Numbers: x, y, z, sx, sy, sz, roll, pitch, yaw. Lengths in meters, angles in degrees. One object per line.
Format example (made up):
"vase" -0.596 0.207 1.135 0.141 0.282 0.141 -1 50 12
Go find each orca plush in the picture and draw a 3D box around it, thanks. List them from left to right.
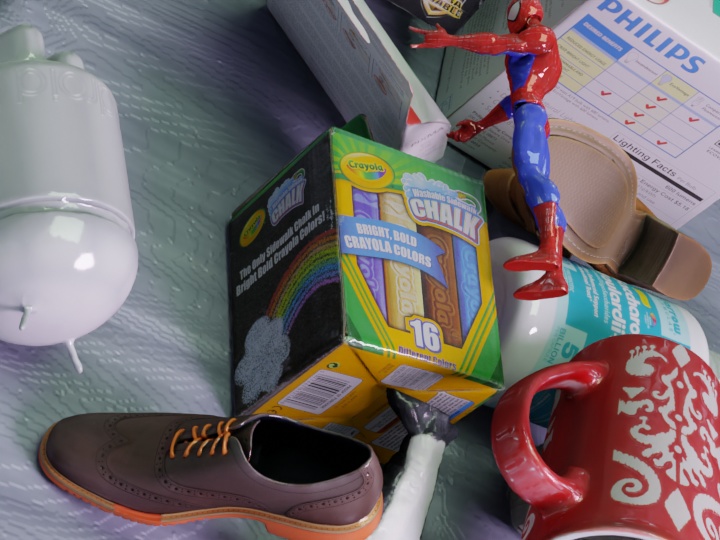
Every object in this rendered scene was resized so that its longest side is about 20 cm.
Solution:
"orca plush" -0.012 0.165 1.535 0.105 0.071 0.200 34 68 -62

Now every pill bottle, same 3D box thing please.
"pill bottle" 0.155 0.058 1.731 0.200 0.111 0.111 21 50 -29

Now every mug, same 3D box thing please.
"mug" 0.161 0.124 1.569 0.200 0.133 0.178 -74 156 -52

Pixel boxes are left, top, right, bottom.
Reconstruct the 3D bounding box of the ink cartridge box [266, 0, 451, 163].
"ink cartridge box" 0.001 -0.157 1.687 0.050 0.200 0.161 -31 79 -13

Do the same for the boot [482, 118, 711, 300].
"boot" 0.131 -0.050 1.753 0.200 0.155 0.074 41 82 -38

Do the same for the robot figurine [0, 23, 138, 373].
"robot figurine" -0.190 -0.041 1.497 0.169 0.113 0.200 27 45 -50

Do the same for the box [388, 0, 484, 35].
"box" -0.005 -0.279 1.846 0.198 0.050 0.200 28 34 -21

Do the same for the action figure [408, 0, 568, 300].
"action figure" 0.081 -0.083 1.613 0.099 0.065 0.200 -1 64 10

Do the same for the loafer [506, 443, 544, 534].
"loafer" 0.181 0.185 1.703 0.200 0.070 0.070 27 52 -14

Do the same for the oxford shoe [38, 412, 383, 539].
"oxford shoe" -0.084 0.102 1.470 0.199 0.073 0.071 7 53 2

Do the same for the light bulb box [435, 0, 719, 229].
"light bulb box" 0.191 -0.142 1.836 0.198 0.200 0.125 31 46 -22

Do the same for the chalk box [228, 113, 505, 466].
"chalk box" 0.000 0.000 1.627 0.124 0.125 0.200 19 52 -30
